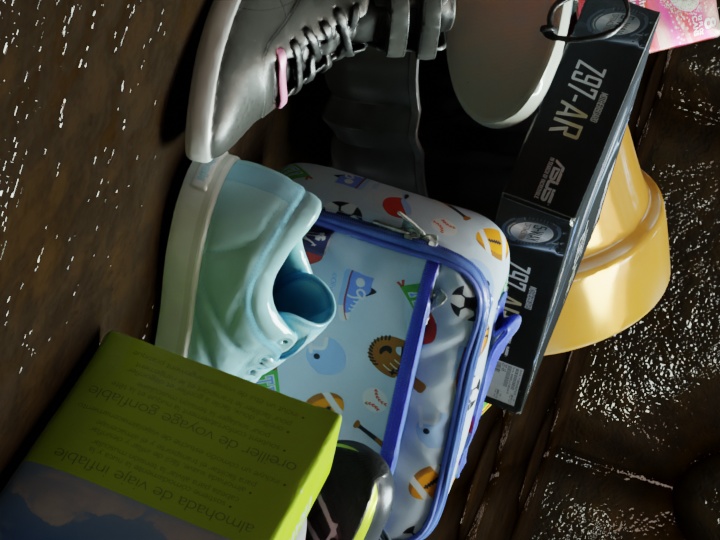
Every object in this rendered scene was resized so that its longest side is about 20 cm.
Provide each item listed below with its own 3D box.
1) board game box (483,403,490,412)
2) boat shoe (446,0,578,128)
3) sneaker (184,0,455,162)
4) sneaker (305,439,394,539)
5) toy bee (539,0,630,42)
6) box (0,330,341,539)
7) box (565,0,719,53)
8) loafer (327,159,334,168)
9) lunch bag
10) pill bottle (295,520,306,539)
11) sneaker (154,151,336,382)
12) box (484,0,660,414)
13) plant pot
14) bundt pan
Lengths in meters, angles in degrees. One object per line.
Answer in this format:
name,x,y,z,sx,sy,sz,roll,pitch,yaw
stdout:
board game box,0.008,0.124,1.547,0.200,0.048,0.102,-47,172,17
boat shoe,0.098,-0.169,1.357,0.071,0.070,0.203,31,63,-57
sneaker,-0.011,-0.119,1.184,0.071,0.099,0.201,97,17,-51
sneaker,-0.014,0.146,1.294,0.080,0.074,0.200,-17,154,-27
toy bee,0.067,-0.215,1.268,0.131,0.199,0.109,-49,139,-25
box,-0.098,0.119,1.067,0.200,0.121,0.048,-60,165,-47
box,0.141,-0.228,1.492,0.095,0.099,0.202,-169,-114,-67
loafer,0.000,0.000,1.500,0.076,0.068,0.202,21,87,-79
lunch bag,-0.001,0.045,1.329,0.076,0.159,0.201,-54,160,-58
pill bottle,-0.089,0.187,1.251,0.109,0.108,0.201,-60,163,-48
sneaker,-0.056,0.032,1.240,0.201,0.081,0.074,96,17,-47
box,0.111,-0.036,1.408,0.201,0.043,0.161,100,13,-54
plant pot,0.102,-0.072,1.629,0.200,0.199,0.184,-57,146,-52
bundt pan,0.038,-0.109,1.412,0.202,0.075,0.204,4,90,-66
